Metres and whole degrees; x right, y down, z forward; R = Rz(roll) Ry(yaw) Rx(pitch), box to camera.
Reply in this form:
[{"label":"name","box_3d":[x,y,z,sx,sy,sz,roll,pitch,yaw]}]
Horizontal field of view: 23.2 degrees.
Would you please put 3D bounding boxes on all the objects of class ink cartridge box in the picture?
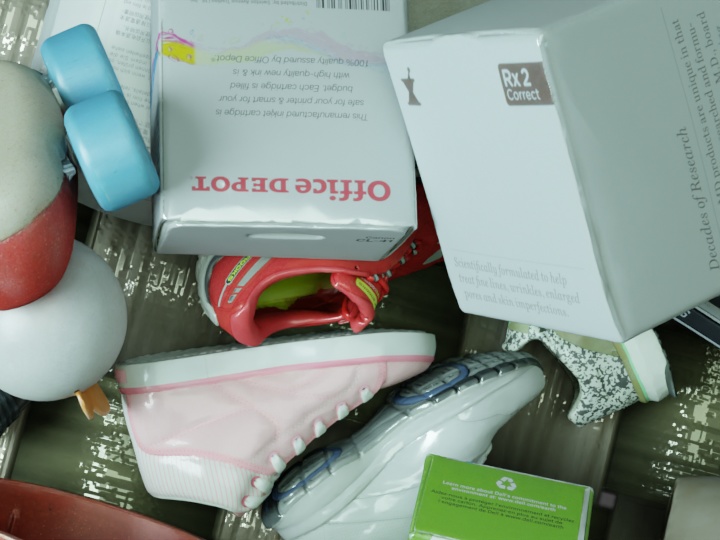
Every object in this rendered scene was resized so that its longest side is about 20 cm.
[{"label":"ink cartridge box","box_3d":[0.123,0.205,1.036,0.198,0.076,0.149,10,125,5]},{"label":"ink cartridge box","box_3d":[-0.048,-0.112,1.013,0.146,0.086,0.202,2,78,-11]}]

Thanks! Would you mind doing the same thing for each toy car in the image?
[{"label":"toy car","box_3d":[-0.193,-0.002,1.003,0.183,0.177,0.201,-23,125,-5]}]

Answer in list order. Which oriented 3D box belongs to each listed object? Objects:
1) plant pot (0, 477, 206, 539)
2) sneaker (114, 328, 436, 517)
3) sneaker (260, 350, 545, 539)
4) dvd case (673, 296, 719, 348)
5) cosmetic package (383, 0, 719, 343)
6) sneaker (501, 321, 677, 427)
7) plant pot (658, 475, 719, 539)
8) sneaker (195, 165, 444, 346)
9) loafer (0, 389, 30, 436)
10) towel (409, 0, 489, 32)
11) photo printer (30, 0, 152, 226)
[{"label":"plant pot","box_3d":[-0.177,0.241,0.994,0.199,0.201,0.197,17,90,-7]},{"label":"sneaker","box_3d":[-0.047,0.093,1.082,0.199,0.075,0.106,-8,90,-9]},{"label":"sneaker","box_3d":[0.036,0.122,1.100,0.199,0.075,0.087,-35,102,-4]},{"label":"dvd case","box_3d":[0.189,-0.044,1.106,0.199,0.025,0.151,32,48,-13]},{"label":"cosmetic package","box_3d":[0.150,-0.080,0.949,0.199,0.165,0.166,-24,104,-23]},{"label":"sneaker","box_3d":[0.120,0.014,1.120,0.088,0.077,0.201,-32,86,2]},{"label":"plant pot","box_3d":[0.264,0.206,1.074,0.172,0.200,0.201,14,82,11]},{"label":"sneaker","box_3d":[0.000,0.000,1.077,0.199,0.077,0.085,-19,43,-13]},{"label":"loafer","box_3d":[-0.271,0.013,1.063,0.200,0.073,0.072,48,58,-5]},{"label":"towel","box_3d":[0.079,-0.153,1.099,0.132,0.035,0.200,-33,57,-12]},{"label":"photo printer","box_3d":[-0.118,-0.128,1.092,0.165,0.069,0.201,15,83,-7]}]
